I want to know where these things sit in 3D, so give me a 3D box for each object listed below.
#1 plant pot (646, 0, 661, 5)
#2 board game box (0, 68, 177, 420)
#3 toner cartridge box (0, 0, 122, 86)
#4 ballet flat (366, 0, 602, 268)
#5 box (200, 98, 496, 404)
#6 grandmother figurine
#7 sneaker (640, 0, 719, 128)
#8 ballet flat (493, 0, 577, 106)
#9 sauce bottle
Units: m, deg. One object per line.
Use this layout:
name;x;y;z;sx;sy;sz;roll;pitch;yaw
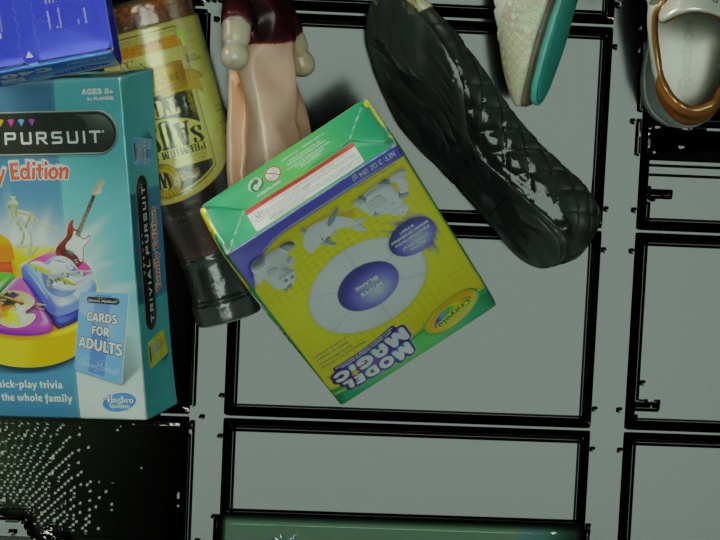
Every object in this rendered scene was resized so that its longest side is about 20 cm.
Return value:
plant pot;0.198;-0.306;1.390;0.200;0.200;0.177;-34;73;-30
board game box;-0.192;-0.015;1.466;0.151;0.047;0.200;0;100;20
toner cartridge box;-0.199;-0.208;1.408;0.095;0.043;0.200;-10;84;1
ballet flat;0.071;-0.087;1.508;0.066;0.057;0.200;-30;99;44
box;0.000;0.000;1.455;0.117;0.048;0.200;-33;142;2
grandmother figurine;-0.060;-0.132;1.457;0.060;0.121;0.200;-8;91;8
sneaker;0.204;-0.185;1.479;0.073;0.085;0.200;-1;93;-2
ballet flat;0.111;-0.197;1.490;0.062;0.067;0.200;20;89;15
sauce bottle;-0.104;-0.066;1.486;0.066;0.066;0.200;-17;96;-1
